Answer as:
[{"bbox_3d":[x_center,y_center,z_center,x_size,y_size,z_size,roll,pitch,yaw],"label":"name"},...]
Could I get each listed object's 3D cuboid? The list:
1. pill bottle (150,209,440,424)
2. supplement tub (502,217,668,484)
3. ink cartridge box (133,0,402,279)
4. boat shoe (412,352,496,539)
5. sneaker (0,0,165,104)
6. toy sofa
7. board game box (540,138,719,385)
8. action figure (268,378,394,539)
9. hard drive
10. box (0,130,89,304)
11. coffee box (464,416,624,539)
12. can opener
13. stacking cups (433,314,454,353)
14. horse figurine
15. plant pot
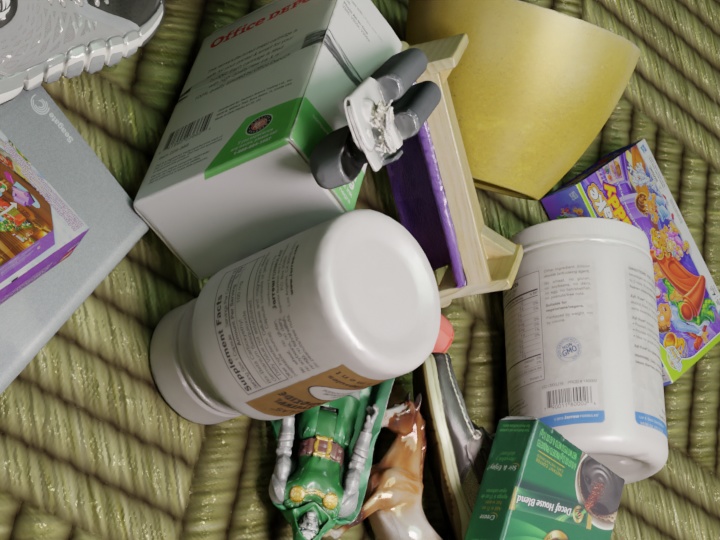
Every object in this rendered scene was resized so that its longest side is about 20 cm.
[{"bbox_3d":[-0.051,0.041,1.320,0.114,0.199,0.115,20,60,-39],"label":"pill bottle"},{"bbox_3d":[0.186,0.071,1.602,0.131,0.132,0.201,19,61,-39],"label":"supplement tub"},{"bbox_3d":[-0.062,-0.108,1.389,0.084,0.145,0.201,49,37,-29],"label":"ink cartridge box"},{"bbox_3d":[0.091,0.157,1.499,0.066,0.072,0.202,-14,89,-7],"label":"boat shoe"},{"bbox_3d":[-0.209,-0.191,1.293,0.200,0.075,0.116,-34,142,-37],"label":"sneaker"},{"bbox_3d":[0.057,-0.078,1.508,0.083,0.097,0.201,-62,140,-66],"label":"toy sofa"},{"bbox_3d":[0.259,-0.005,1.771,0.134,0.045,0.201,-33,98,-47],"label":"board game box"},{"bbox_3d":[-0.025,0.113,1.404,0.117,0.055,0.201,9,63,-1],"label":"action figure"},{"bbox_3d":[-0.240,-0.023,1.278,0.140,0.033,0.200,52,44,-16],"label":"hard drive"},{"bbox_3d":[-0.285,-0.059,1.198,0.200,0.039,0.137,47,46,3],"label":"box"},{"bbox_3d":[0.129,0.226,1.443,0.123,0.044,0.201,36,63,-36],"label":"coffee box"},{"bbox_3d":[0.011,-0.110,1.317,0.053,0.066,0.200,67,21,-12],"label":"can opener"},{"bbox_3d":[0.000,0.000,1.491,0.200,0.060,0.061,38,50,-28],"label":"stacking cups"},{"bbox_3d":[0.024,0.206,1.439,0.132,0.050,0.201,-19,85,-42],"label":"horse figurine"},{"bbox_3d":[0.119,-0.140,1.602,0.199,0.199,0.143,16,90,-41],"label":"plant pot"}]
